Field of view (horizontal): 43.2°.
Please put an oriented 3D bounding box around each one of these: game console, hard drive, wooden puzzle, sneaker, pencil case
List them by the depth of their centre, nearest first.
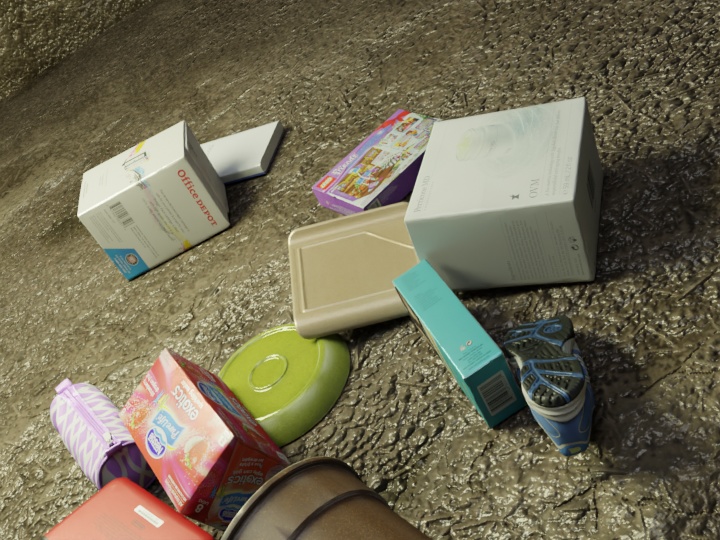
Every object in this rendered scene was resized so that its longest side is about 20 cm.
[{"bbox_3d":[0.187,0.107,0.898,0.075,0.078,0.200,-16,19,14],"label":"sneaker"},{"bbox_3d":[-0.241,0.333,0.924,0.198,0.120,0.172,14,42,45],"label":"game console"},{"bbox_3d":[-0.323,0.209,1.134,0.084,0.086,0.199,-44,36,-17],"label":"pencil case"},{"bbox_3d":[0.000,0.000,1.180,0.182,0.038,0.201,-14,41,3],"label":"wooden puzzle"},{"bbox_3d":[-0.240,-0.197,1.625,0.197,0.026,0.133,-12,39,25],"label":"hard drive"}]

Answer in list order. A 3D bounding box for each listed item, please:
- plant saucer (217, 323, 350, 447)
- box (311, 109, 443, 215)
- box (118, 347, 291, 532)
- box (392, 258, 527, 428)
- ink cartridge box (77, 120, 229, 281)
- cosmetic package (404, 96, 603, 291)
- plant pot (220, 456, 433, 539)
[{"bbox_3d":[-0.107,0.133,1.117,0.197,0.031,0.201,-19,36,15],"label":"plant saucer"},{"bbox_3d":[0.039,-0.157,1.358,0.200,0.039,0.136,-43,37,-17],"label":"box"},{"bbox_3d":[-0.178,0.187,1.014,0.100,0.095,0.200,-53,41,1],"label":"box"},{"bbox_3d":[0.103,0.074,0.988,0.049,0.083,0.200,-32,34,-2],"label":"box"},{"bbox_3d":[-0.334,-0.117,1.489,0.198,0.148,0.145,-26,35,5],"label":"ink cartridge box"},{"bbox_3d":[0.176,-0.090,1.087,0.197,0.124,0.201,-7,40,24],"label":"cosmetic package"},{"bbox_3d":[0.007,0.281,0.720,0.197,0.202,0.201,20,58,40],"label":"plant pot"}]
